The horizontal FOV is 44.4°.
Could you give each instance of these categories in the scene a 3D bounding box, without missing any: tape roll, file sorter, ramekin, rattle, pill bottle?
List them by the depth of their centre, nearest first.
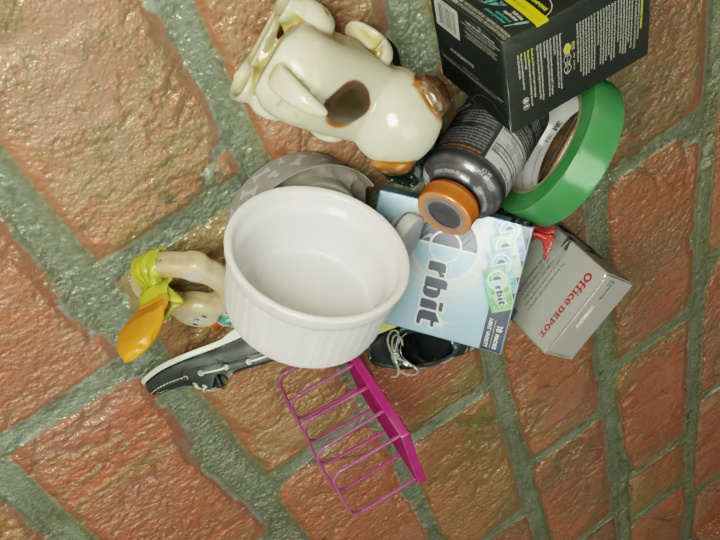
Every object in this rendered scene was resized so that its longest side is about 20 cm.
[{"bbox_3d":[-0.054,0.010,0.958,0.200,0.201,0.098,-13,141,-29],"label":"ramekin"},{"bbox_3d":[-0.192,0.070,1.026,0.130,0.143,0.200,-15,147,2],"label":"rattle"},{"bbox_3d":[0.144,-0.137,1.069,0.200,0.106,0.106,-56,148,-28],"label":"pill bottle"},{"bbox_3d":[0.250,-0.157,1.120,0.048,0.201,0.201,24,112,-18],"label":"tape roll"},{"bbox_3d":[-0.018,0.225,1.265,0.125,0.200,0.139,-29,139,-9],"label":"file sorter"}]

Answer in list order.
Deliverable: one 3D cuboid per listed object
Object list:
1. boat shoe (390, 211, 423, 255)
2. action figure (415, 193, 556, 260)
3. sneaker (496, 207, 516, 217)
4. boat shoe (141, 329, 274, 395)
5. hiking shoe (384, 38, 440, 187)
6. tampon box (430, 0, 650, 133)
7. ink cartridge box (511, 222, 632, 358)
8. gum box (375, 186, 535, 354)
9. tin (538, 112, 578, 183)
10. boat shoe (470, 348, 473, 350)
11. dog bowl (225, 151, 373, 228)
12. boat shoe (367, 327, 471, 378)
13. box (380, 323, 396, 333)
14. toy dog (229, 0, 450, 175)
[{"bbox_3d":[0.000,0.000,1.084,0.200,0.065,0.074,-54,163,18],"label":"boat shoe"},{"bbox_3d":[0.148,-0.042,1.173,0.065,0.199,0.099,-44,154,-70],"label":"action figure"},{"bbox_3d":[0.174,-0.050,1.253,0.078,0.090,0.201,-5,108,-48],"label":"sneaker"},{"bbox_3d":[-0.182,0.120,1.105,0.199,0.061,0.076,-26,173,15],"label":"boat shoe"},{"bbox_3d":[0.043,-0.197,1.042,0.087,0.074,0.200,-51,144,-29],"label":"hiking shoe"},{"bbox_3d":[0.206,-0.285,1.008,0.199,0.150,0.127,-31,140,-11],"label":"tampon box"},{"bbox_3d":[0.269,0.010,1.286,0.084,0.200,0.146,16,116,-46],"label":"ink cartridge box"},{"bbox_3d":[0.105,-0.001,1.134,0.045,0.199,0.171,-39,143,-73],"label":"gum box"},{"bbox_3d":[0.291,-0.165,1.213,0.201,0.042,0.112,-62,179,7],"label":"tin"},{"bbox_3d":[0.164,0.077,1.327,0.093,0.075,0.200,-34,175,-15],"label":"boat shoe"},{"bbox_3d":[-0.074,-0.056,1.074,0.199,0.059,0.201,-21,137,-22],"label":"dog bowl"},{"bbox_3d":[0.076,0.111,1.259,0.062,0.199,0.075,-27,102,-45],"label":"boat shoe"},{"bbox_3d":[0.052,0.040,1.239,0.199,0.076,0.050,-21,178,-21],"label":"box"},{"bbox_3d":[-0.006,-0.184,0.887,0.199,0.194,0.140,23,103,-23],"label":"toy dog"}]
